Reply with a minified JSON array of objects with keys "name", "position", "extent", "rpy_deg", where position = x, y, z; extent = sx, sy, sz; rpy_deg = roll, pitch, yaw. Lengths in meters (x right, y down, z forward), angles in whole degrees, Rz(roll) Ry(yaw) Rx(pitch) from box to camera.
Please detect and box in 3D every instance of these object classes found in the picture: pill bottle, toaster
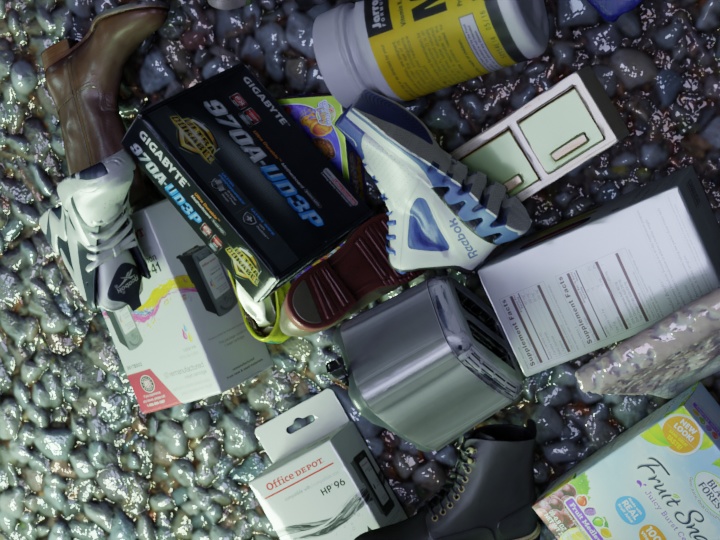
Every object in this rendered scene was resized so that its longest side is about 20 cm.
[{"name":"pill bottle","position":[0.064,-0.223,1.281],"extent":[0.198,0.114,0.115],"rpy_deg":[-17,96,23]},{"name":"toaster","position":[0.065,0.085,1.317],"extent":[0.129,0.200,0.114],"rpy_deg":[-31,53,17]}]

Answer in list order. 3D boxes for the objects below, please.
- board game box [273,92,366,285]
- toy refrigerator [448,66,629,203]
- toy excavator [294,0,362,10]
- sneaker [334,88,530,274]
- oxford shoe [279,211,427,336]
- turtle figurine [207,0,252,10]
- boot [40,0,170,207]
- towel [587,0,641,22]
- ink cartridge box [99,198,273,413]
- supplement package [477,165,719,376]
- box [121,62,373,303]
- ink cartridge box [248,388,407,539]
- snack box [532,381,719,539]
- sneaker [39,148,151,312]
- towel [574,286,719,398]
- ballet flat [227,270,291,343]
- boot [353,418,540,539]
[{"name":"board game box","position":[-0.063,-0.076,1.402],"extent":[0.133,0.045,0.202],"rpy_deg":[-2,101,22]},{"name":"toy refrigerator","position":[0.145,-0.104,1.301],"extent":[0.199,0.070,0.076],"rpy_deg":[-32,90,24]},{"name":"toy excavator","position":[0.015,-0.352,1.265],"extent":[0.193,0.201,0.100],"rpy_deg":[2,146,41]},{"name":"sneaker","position":[0.045,-0.061,1.265],"extent":[0.199,0.081,0.115],"rpy_deg":[38,117,-2]},{"name":"oxford shoe","position":[0.000,0.000,1.343],"extent":[0.071,0.199,0.075],"rpy_deg":[59,154,6]},{"name":"turtle figurine","position":[-0.124,-0.370,1.343],"extent":[0.142,0.201,0.195],"rpy_deg":[9,129,-6]},{"name":"boot","position":[-0.243,-0.156,1.421],"extent":[0.185,0.064,0.202],"rpy_deg":[-21,79,38]},{"name":"towel","position":[0.213,-0.339,1.218],"extent":[0.147,0.050,0.200],"rpy_deg":[-38,95,22]},{"name":"ink cartridge box","position":[-0.195,0.033,1.436],"extent":[0.147,0.085,0.202],"rpy_deg":[-18,97,45]},{"name":"supplement package","position":[0.227,0.000,1.268],"extent":[0.199,0.114,0.110],"rpy_deg":[-24,94,23]},{"name":"box","position":[-0.104,-0.086,1.302],"extent":[0.200,0.159,0.046],"rpy_deg":[49,133,5]},{"name":"ink cartridge box","position":[-0.035,0.240,1.451],"extent":[0.115,0.068,0.201],"rpy_deg":[-30,90,24]},{"name":"snack box","position":[0.291,0.230,1.309],"extent":[0.169,0.068,0.200],"rpy_deg":[50,122,4]},{"name":"sneaker","position":[-0.236,-0.027,1.322],"extent":[0.130,0.079,0.199],"rpy_deg":[58,144,1]},{"name":"towel","position":[0.307,0.056,1.212],"extent":[0.199,0.190,0.032],"rpy_deg":[-35,67,25]},{"name":"ballet flat","position":[-0.112,-0.022,1.372],"extent":[0.066,0.067,0.202],"rpy_deg":[-16,96,24]},{"name":"boot","position":[0.081,0.219,1.355],"extent":[0.198,0.077,0.140],"rpy_deg":[-9,113,-19]}]
